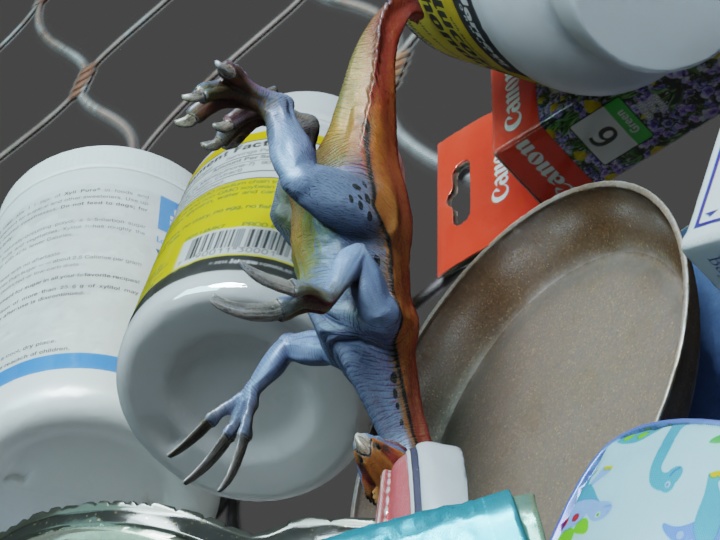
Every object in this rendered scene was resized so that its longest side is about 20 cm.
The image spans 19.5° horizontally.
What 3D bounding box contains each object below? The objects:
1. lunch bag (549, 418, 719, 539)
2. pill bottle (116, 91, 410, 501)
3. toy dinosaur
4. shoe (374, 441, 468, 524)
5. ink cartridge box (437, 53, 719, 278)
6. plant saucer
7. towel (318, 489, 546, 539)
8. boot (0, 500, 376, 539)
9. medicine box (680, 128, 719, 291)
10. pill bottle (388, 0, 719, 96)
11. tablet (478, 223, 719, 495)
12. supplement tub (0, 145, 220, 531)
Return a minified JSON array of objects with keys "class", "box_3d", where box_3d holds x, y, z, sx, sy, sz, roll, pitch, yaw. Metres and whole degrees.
[{"class":"lunch bag","box_3d":[0.132,0.130,0.628,0.199,0.082,0.162,-2,54,47]},{"class":"pill bottle","box_3d":[-0.037,0.003,0.965,0.114,0.114,0.200,-33,21,25]},{"class":"toy dinosaur","box_3d":[0.000,0.000,0.802,0.200,0.182,0.105,-37,-12,-11]},{"class":"shoe","box_3d":[-0.013,0.145,0.676,0.090,0.072,0.201,4,59,3]},{"class":"ink cartridge box","box_3d":[0.100,-0.090,0.975,0.199,0.050,0.109,-32,33,26]},{"class":"plant saucer","box_3d":[0.067,0.059,0.820,0.200,0.032,0.201,-43,30,32]},{"class":"towel","box_3d":[-0.026,0.152,0.625,0.199,0.022,0.147,-17,52,5]},{"class":"boot","box_3d":[-0.066,0.155,0.756,0.198,0.068,0.131,-3,49,19]},{"class":"medicine box","box_3d":[0.234,-0.066,0.715,0.199,0.103,0.183,-13,44,45]},{"class":"pill bottle","box_3d":[0.083,-0.132,0.857,0.112,0.112,0.200,-49,20,-2]},{"class":"tablet","box_3d":[0.107,0.071,0.813,0.130,0.014,0.201,-36,32,21]},{"class":"supplement tub","box_3d":[-0.130,0.046,1.040,0.132,0.132,0.201,-33,33,24]}]
